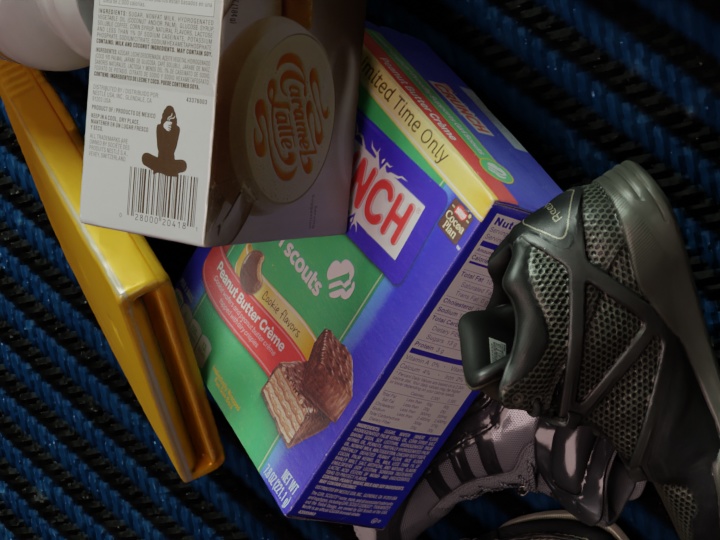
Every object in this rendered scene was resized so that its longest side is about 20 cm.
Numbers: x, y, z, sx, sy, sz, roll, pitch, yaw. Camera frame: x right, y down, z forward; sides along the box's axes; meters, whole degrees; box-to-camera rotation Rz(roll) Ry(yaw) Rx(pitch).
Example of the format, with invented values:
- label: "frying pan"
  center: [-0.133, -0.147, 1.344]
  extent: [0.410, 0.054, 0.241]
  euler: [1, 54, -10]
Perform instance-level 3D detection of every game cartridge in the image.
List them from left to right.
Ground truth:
- label: "game cartridge"
  center: [-0.140, -0.006, 0.963]
  extent: [0.201, 0.032, 0.177]
  euler: [58, 166, 35]

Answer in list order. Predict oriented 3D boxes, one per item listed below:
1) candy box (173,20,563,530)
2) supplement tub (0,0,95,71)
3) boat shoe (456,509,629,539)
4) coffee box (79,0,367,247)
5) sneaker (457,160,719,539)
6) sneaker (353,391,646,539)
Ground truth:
- label: "candy box"
  center: [0.000, 0.000, 0.893]
  extent: [0.201, 0.077, 0.169]
  euler: [-57, 46, 21]
- label: "supplement tub"
  center: [-0.181, -0.180, 0.867]
  extent: [0.198, 0.144, 0.146]
  euler: [15, 110, 27]
- label: "boat shoe"
  center: [0.057, 0.186, 0.958]
  extent: [0.198, 0.066, 0.075]
  euler: [-18, 92, 34]
- label: "coffee box"
  center: [-0.059, -0.118, 0.808]
  extent: [0.079, 0.114, 0.203]
  euler: [11, 99, 32]
- label: "sneaker"
  center: [0.112, 0.060, 0.811]
  extent: [0.113, 0.076, 0.201]
  euler: [-23, 112, -1]
- label: "sneaker"
  center: [0.080, 0.105, 0.916]
  extent: [0.114, 0.075, 0.201]
  euler: [45, 119, 17]
